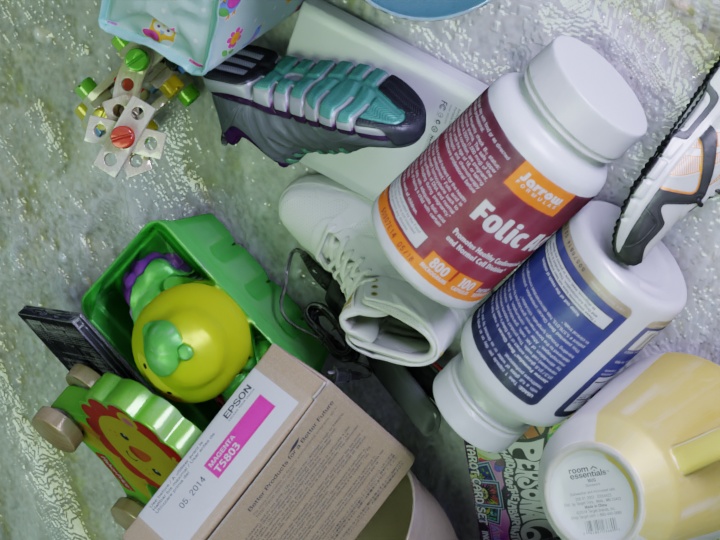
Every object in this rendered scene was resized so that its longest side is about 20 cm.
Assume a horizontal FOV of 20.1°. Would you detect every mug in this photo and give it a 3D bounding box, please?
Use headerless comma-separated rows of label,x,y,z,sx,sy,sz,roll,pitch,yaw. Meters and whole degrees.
mug,0.215,0.135,1.508,0.149,0.153,0.187,38,119,23

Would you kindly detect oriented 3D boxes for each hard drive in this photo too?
hard drive,0.025,-0.116,1.622,0.199,0.027,0.132,29,122,13

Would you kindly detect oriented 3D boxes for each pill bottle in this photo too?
pill bottle,0.148,0.049,1.571,0.111,0.111,0.200,45,119,3
pill bottle,0.111,-0.073,1.515,0.114,0.114,0.200,47,118,1

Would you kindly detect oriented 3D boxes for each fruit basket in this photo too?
fruit basket,-0.138,0.063,1.686,0.216,0.216,0.155,47,125,1

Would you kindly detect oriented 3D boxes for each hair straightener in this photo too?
hair straightener,0.000,0.060,1.667,0.200,0.077,0.041,48,141,16

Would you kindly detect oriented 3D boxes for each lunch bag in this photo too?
lunch bag,-0.098,-0.273,1.525,0.122,0.170,0.201,27,125,16

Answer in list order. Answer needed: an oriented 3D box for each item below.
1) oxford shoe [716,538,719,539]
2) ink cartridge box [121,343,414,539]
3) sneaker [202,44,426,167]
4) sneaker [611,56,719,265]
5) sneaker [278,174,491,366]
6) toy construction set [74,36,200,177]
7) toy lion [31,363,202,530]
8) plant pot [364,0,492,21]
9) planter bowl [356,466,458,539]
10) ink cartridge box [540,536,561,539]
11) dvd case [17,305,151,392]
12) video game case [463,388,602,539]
oxford shoe,0.285,0.204,1.614,0.075,0.058,0.201,-8,103,25
ink cartridge box,-0.071,0.182,1.630,0.075,0.165,0.200,35,83,40
sneaker,-0.031,-0.116,1.603,0.199,0.074,0.088,19,134,30
sneaker,0.254,-0.080,1.462,0.080,0.074,0.200,35,103,0
sneaker,0.000,0.000,1.636,0.199,0.116,0.074,31,125,14
toy construction set,-0.181,-0.144,1.632,0.131,0.200,0.092,-41,104,5
toy lion,-0.173,0.159,1.710,0.191,0.069,0.200,10,144,46
plant pot,0.031,-0.295,1.457,0.135,0.199,0.201,41,136,52
planter bowl,0.012,0.273,1.726,0.200,0.201,0.135,-26,126,34
ink cartridge box,0.109,0.315,1.652,0.043,0.197,0.201,-128,34,-56
dvd case,-0.209,0.109,1.781,0.200,0.016,0.149,51,160,-19
video game case,0.180,0.192,1.676,0.180,0.036,0.201,1,113,27
